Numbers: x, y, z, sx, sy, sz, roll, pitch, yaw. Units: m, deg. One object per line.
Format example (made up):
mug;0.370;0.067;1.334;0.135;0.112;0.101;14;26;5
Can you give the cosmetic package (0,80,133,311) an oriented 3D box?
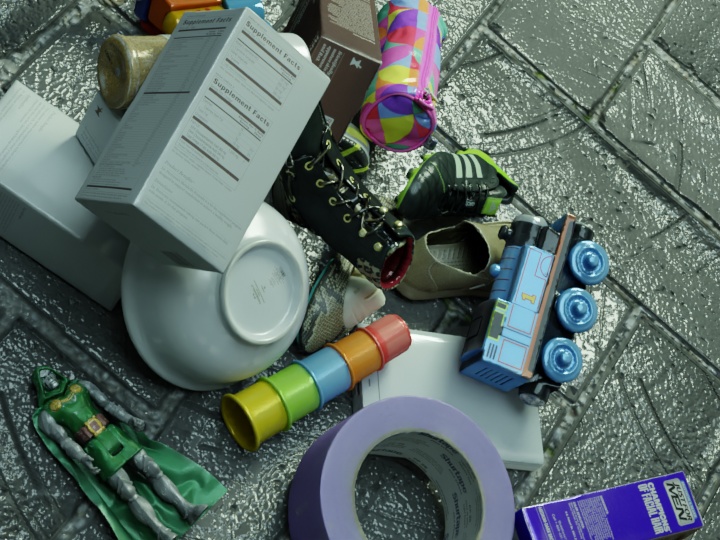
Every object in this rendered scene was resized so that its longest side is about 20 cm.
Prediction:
cosmetic package;-0.279;-0.070;1.682;0.199;0.081;0.113;37;53;-6

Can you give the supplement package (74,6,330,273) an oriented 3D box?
supplement package;-0.136;-0.114;1.550;0.109;0.113;0.201;38;73;-32

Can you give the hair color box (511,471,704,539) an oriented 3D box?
hair color box;0.222;0.258;1.743;0.198;0.109;0.065;-10;69;-30

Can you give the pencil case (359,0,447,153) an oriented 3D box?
pencil case;0.049;-0.209;1.894;0.088;0.089;0.201;22;40;-15

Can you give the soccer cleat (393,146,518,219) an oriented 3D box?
soccer cleat;0.103;-0.084;1.854;0.081;0.068;0.200;34;25;18

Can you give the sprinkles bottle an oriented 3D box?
sprinkles bottle;-0.142;-0.185;1.650;0.198;0.068;0.069;-5;66;-36

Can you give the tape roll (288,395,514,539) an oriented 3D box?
tape roll;0.038;0.224;1.667;0.198;0.085;0.202;8;69;-21

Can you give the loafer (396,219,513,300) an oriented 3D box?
loafer;0.125;-0.014;1.865;0.198;0.067;0.077;-14;71;-32

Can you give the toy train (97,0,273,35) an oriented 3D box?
toy train;-0.186;-0.252;1.805;0.198;0.085;0.116;-12;51;-32

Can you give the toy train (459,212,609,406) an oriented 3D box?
toy train;0.176;0.034;1.805;0.113;0.087;0.202;22;71;-14

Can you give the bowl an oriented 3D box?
bowl;-0.115;0.017;1.656;0.200;0.090;0.203;-5;98;-41

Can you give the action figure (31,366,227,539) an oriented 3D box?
action figure;-0.225;0.161;1.605;0.200;0.055;0.118;44;56;6

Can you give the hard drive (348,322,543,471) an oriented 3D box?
hard drive;0.086;0.127;1.795;0.198;0.027;0.133;9;60;-23

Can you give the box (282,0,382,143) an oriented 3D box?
box;-0.033;-0.225;1.830;0.074;0.101;0.201;22;27;-16

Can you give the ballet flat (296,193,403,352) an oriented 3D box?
ballet flat;0.000;0.000;1.787;0.075;0.068;0.201;8;51;19

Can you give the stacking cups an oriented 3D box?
stacking cups;-0.040;0.100;1.714;0.199;0.061;0.061;-30;80;-30

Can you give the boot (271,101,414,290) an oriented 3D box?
boot;-0.017;-0.079;1.688;0.153;0.204;0.073;39;66;23

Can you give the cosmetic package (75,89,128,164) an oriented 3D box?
cosmetic package;-0.160;-0.134;1.699;0.199;0.074;0.102;-21;70;-41

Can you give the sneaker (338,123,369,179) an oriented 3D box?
sneaker;-0.083;-0.151;1.844;0.199;0.076;0.077;30;25;-8
